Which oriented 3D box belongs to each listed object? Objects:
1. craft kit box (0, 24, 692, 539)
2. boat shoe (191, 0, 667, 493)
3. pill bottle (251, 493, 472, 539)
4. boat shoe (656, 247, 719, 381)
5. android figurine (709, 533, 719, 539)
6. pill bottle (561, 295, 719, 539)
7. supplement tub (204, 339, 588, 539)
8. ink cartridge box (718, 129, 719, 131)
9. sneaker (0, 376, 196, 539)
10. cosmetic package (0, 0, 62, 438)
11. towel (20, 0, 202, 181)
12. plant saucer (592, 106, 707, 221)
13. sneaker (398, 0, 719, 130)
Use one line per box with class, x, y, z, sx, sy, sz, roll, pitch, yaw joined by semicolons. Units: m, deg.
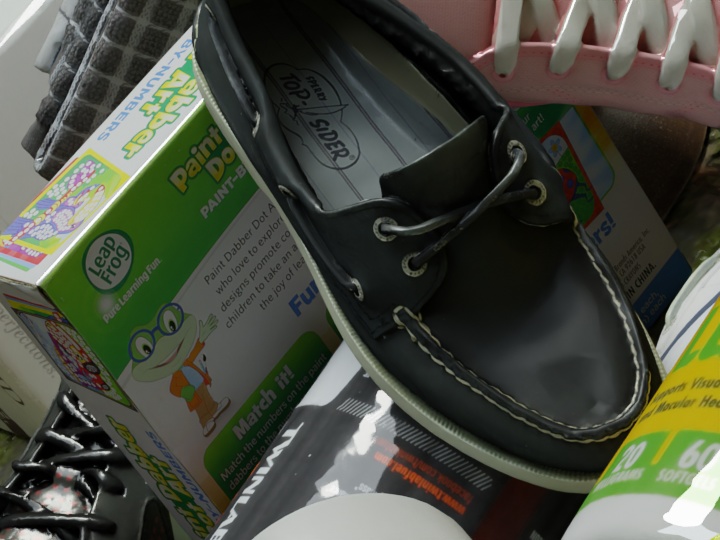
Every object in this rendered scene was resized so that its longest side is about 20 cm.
craft kit box;0.000;0.000;0.899;0.048;0.198;0.200;14;56;48
boat shoe;0.017;-0.025;0.771;0.074;0.066;0.200;-28;63;-12
pill bottle;0.030;0.143;0.658;0.114;0.114;0.200;-40;36;1
boat shoe;0.124;0.030;0.834;0.067;0.074;0.200;-16;21;50
android figurine;0.105;0.129;0.553;0.201;0.181;0.041;-89;23;-56
pill bottle;0.145;0.033;0.731;0.111;0.111;0.200;-7;40;52
supplement tub;-0.006;0.113;0.818;0.201;0.107;0.107;-54;26;-18
ink cartridge box;0.150;-0.119;0.997;0.050;0.109;0.201;-30;26;28
sneaker;-0.083;0.074;0.915;0.070;0.098;0.202;10;91;32
cosmetic package;-0.155;-0.038;1.250;0.165;0.165;0.200;-48;23;-16
towel;-0.014;-0.091;0.971;0.201;0.165;0.086;-63;26;23
plant saucer;0.046;-0.027;1.089;0.200;0.037;0.201;-34;23;17
sneaker;0.096;-0.084;0.850;0.104;0.199;0.076;-5;76;65
